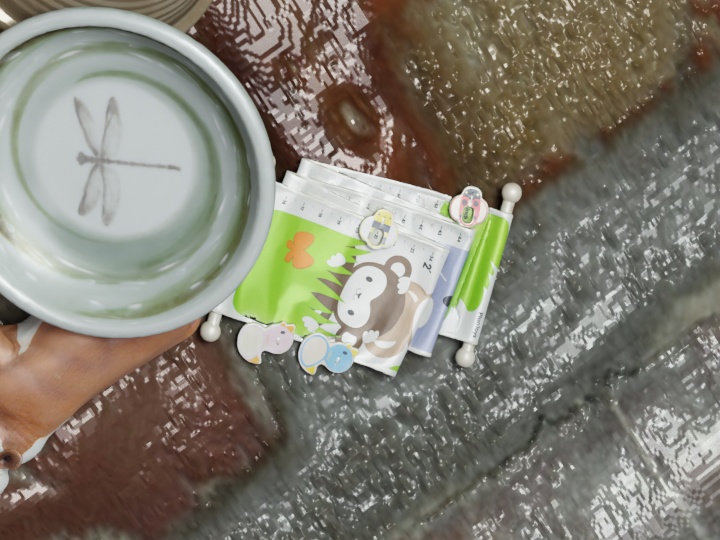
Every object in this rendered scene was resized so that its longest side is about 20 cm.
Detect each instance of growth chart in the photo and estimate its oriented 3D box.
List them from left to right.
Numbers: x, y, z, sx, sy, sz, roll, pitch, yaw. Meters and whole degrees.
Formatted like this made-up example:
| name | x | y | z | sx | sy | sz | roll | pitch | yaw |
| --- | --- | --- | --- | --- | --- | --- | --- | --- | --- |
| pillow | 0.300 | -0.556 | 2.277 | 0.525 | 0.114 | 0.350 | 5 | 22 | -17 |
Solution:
| name | x | y | z | sx | sy | sz | roll | pitch | yaw |
| --- | --- | --- | --- | --- | --- | --- | --- | --- | --- |
| growth chart | 0.000 | 0.000 | 1.270 | 0.198 | 0.018 | 0.146 | 8 | 97 | -16 |

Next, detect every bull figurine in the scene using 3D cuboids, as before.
| name | x | y | z | sx | sy | sz | roll | pitch | yaw |
| --- | --- | --- | --- | --- | --- | --- | --- | --- | --- |
| bull figurine | -0.196 | 0.046 | 1.194 | 0.199 | 0.065 | 0.122 | -34 | 100 | -13 |

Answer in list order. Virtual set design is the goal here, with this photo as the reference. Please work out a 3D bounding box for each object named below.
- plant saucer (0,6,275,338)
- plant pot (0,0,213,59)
| name | x | y | z | sx | sy | sz | roll | pitch | yaw |
| --- | --- | --- | --- | --- | --- | --- | --- | --- | --- |
| plant saucer | -0.144 | -0.061 | 1.129 | 0.198 | 0.050 | 0.202 | 3 | 115 | 6 |
| plant pot | -0.150 | -0.222 | 1.121 | 0.199 | 0.092 | 0.203 | 3 | 83 | -30 |
